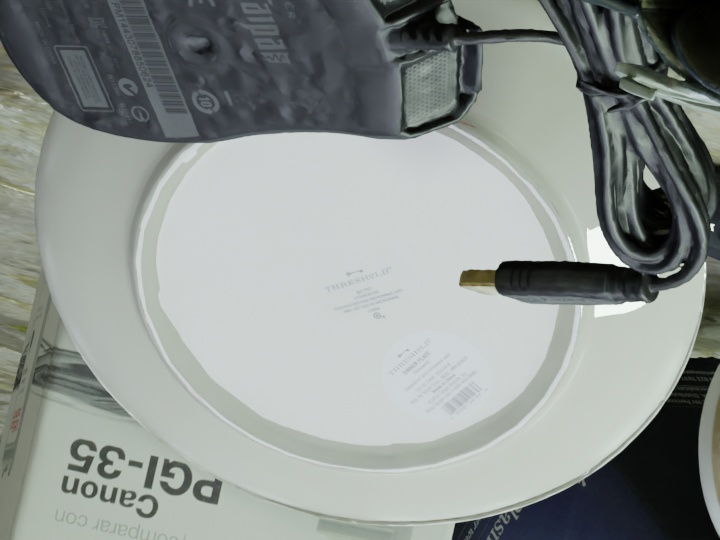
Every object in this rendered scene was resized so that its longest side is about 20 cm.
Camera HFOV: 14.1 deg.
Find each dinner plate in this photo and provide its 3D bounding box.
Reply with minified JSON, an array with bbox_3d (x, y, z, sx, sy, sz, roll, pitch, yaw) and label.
[{"bbox_3d":[0.000,0.000,0.839,0.199,0.024,0.201,5,126,7],"label":"dinner plate"}]

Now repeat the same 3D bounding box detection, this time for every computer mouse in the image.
[{"bbox_3d":[0.004,-0.051,0.763,0.199,0.046,0.141,-1,132,33],"label":"computer mouse"}]

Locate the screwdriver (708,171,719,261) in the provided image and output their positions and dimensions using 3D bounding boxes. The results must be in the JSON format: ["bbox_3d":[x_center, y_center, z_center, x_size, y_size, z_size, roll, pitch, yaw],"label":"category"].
[{"bbox_3d":[0.085,-0.029,0.932,0.028,0.029,0.199,4,173,39],"label":"screwdriver"}]

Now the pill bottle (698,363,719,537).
[{"bbox_3d":[0.227,0.067,1.059,0.119,0.121,0.200,17,169,-29],"label":"pill bottle"}]

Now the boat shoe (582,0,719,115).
[{"bbox_3d":[0.086,-0.064,0.635,0.074,0.062,0.199,2,167,38],"label":"boat shoe"}]

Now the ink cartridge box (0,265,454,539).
[{"bbox_3d":[-0.035,0.035,0.951,0.145,0.202,0.083,14,173,-12],"label":"ink cartridge box"}]

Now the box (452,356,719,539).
[{"bbox_3d":[0.119,0.172,1.224,0.123,0.201,0.199,3,-144,-37],"label":"box"}]
